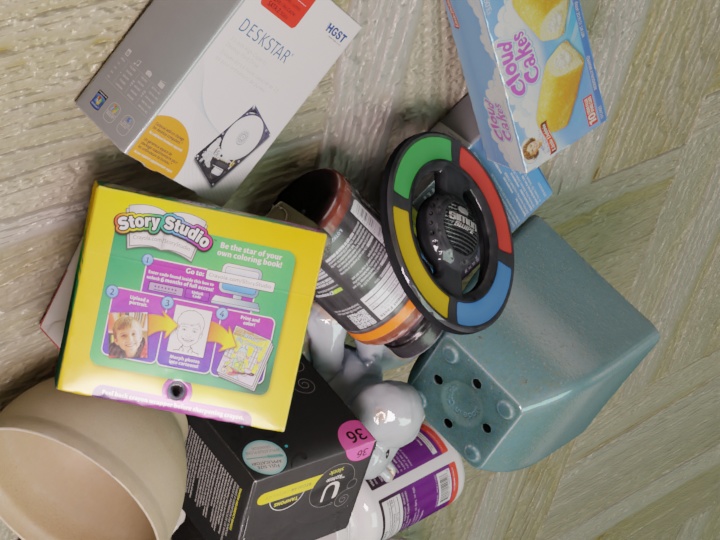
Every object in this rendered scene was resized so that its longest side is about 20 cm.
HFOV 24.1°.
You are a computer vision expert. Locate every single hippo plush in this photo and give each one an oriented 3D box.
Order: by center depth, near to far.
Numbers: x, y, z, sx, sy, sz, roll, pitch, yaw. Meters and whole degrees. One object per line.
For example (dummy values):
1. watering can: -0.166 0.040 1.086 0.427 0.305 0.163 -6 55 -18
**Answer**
1. hippo plush: -0.020 0.130 1.742 0.159 0.162 0.200 27 122 -37

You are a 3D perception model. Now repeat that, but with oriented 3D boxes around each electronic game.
1. electronic game: 0.086 -0.037 1.640 0.041 0.202 0.199 -17 170 39

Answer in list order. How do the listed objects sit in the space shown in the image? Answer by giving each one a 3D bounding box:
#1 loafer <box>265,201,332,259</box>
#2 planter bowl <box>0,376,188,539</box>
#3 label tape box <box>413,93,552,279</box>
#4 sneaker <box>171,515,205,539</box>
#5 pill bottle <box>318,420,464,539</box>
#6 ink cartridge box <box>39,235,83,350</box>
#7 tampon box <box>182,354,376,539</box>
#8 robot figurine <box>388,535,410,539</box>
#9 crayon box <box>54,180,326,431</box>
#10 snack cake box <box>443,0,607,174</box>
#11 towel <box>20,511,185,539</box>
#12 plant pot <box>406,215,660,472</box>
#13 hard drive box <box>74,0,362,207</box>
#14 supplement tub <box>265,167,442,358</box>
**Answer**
1. loafer: -0.119 0.013 1.501 0.199 0.070 0.075 -37 170 -4
2. planter bowl: -0.239 0.168 1.544 0.201 0.198 0.135 93 21 -47
3. label tape box: 0.092 -0.069 1.765 0.200 0.066 0.144 -42 136 -5
4. sneaker: -0.127 0.246 1.855 0.120 0.084 0.201 3 122 -41
5. pill bottle: 0.023 0.263 2.027 0.199 0.112 0.113 -23 141 -34
6. ink cartridge box: -0.183 0.026 1.548 0.199 0.067 0.117 6 119 -52
7. tampon box: -0.109 0.165 1.657 0.149 0.200 0.127 -15 137 -37
8. robot figurine: 0.008 0.421 2.169 0.199 0.150 0.126 -18 125 -39
9. crayon box: -0.144 0.030 1.424 0.198 0.058 0.175 12 93 -13
10. snack cake box: 0.161 -0.212 1.650 0.115 0.067 0.202 -34 125 -22
11. towel: -0.266 0.274 1.754 0.133 0.034 0.200 -49 149 1
12. plant pot: 0.163 0.103 1.821 0.199 0.196 0.197 -34 162 -44
13. hard drive box: -0.116 -0.172 1.403 0.201 0.077 0.156 -52 149 6
14. supplement tub: 0.000 0.000 1.640 0.107 0.107 0.200 -46 121 -2
